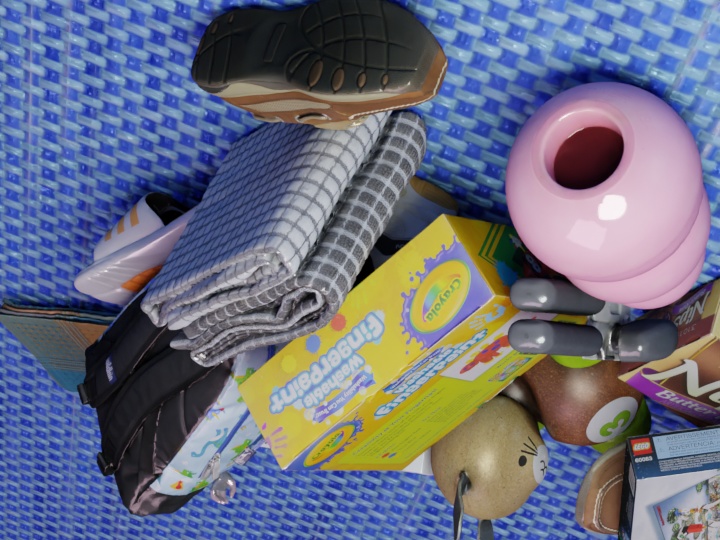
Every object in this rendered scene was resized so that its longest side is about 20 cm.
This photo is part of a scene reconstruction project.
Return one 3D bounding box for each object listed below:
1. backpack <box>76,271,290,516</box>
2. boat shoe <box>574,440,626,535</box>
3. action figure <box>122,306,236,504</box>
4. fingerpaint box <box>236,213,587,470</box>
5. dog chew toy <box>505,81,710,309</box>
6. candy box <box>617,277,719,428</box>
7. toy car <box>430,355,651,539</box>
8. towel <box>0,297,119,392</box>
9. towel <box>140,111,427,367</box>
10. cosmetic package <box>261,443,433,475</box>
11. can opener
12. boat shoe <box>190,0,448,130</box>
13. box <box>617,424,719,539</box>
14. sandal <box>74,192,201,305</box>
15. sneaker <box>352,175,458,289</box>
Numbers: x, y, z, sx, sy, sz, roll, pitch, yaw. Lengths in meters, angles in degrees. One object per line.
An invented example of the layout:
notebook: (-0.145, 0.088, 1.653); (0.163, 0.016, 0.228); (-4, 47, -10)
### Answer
backpack: (-0.116, 0.068, 1.835); (0.152, 0.164, 0.201); (-3, 144, -25)
boat shoe: (0.246, 0.166, 1.816); (0.199, 0.076, 0.072); (-6, -163, -38)
action figure: (-0.125, 0.099, 2.033); (0.149, 0.134, 0.200); (52, -168, 20)
fingerpaint box: (0.041, 0.053, 1.666); (0.200, 0.074, 0.166); (-40, 157, 23)
dog chew toy: (0.167, -0.036, 1.539); (0.124, 0.126, 0.200); (9, 162, 25)
candy box: (0.298, 0.087, 1.730); (0.199, 0.057, 0.116); (31, 151, -19)
toy car: (0.116, 0.133, 1.794); (0.157, 0.201, 0.165); (9, 151, 25)
towel: (-0.210, 0.076, 2.148); (0.198, 0.022, 0.147); (5, 150, 28)
towel: (-0.050, -0.026, 1.661); (0.085, 0.166, 0.200); (39, 148, -17)
cosmetic package: (0.030, 0.132, 1.938); (0.150, 0.052, 0.200); (5, 176, 28)
can opener: (0.159, 0.033, 1.603); (0.066, 0.054, 0.200); (2, 178, 23)
boat shoe: (-0.019, -0.130, 1.568); (0.199, 0.076, 0.074); (8, 157, 43)
box: (0.255, 0.182, 1.743); (0.135, 0.038, 0.201); (-8, 141, -4)
sandal: (-0.133, -0.034, 1.852); (0.206, 0.060, 0.079); (-28, 145, 32)
sneaker: (0.000, 0.000, 1.767); (0.075, 0.088, 0.200); (25, 155, -10)
